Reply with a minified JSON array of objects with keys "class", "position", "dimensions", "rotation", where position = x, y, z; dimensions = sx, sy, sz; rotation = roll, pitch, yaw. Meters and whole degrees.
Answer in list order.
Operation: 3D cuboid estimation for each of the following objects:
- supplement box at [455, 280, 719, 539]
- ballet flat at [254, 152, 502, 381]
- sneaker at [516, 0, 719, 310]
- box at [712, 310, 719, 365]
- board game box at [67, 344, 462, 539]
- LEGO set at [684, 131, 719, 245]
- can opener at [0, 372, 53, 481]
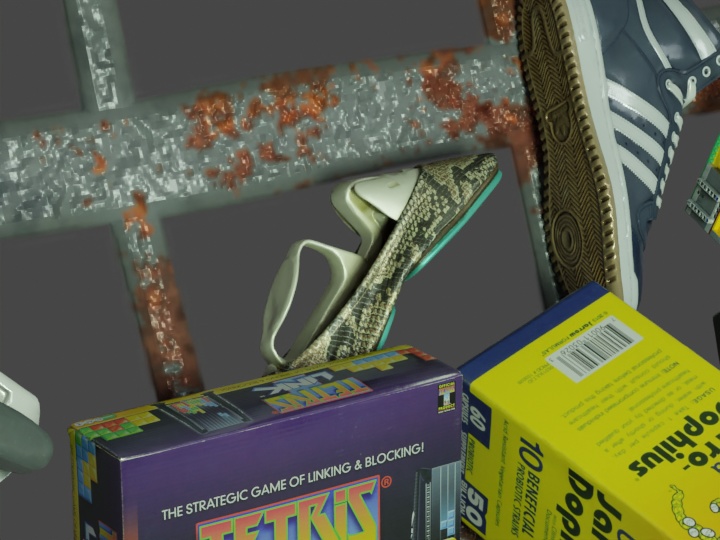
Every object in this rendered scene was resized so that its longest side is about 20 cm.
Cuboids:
[{"class":"supplement box","position":[0.151,0.117,1.486],"dimensions":[0.109,0.200,0.109],"rotation":[-32,142,-30]},{"class":"ballet flat","position":[0.000,0.000,1.508],"dimensions":[0.075,0.068,0.200],"rotation":[37,70,-11]},{"class":"sneaker","position":[0.157,-0.070,1.603],"dimensions":[0.108,0.070,0.200],"rotation":[-5,83,-29]},{"class":"box","position":[0.259,0.117,1.604],"dimensions":[0.110,0.035,0.200],"rotation":[22,48,-32]},{"class":"board game box","position":[-0.043,0.139,1.430],"dimensions":[0.200,0.057,0.166],"rotation":[-13,114,-31]},{"class":"LEGO set","position":[0.290,-0.048,1.624],"dimensions":[0.200,0.116,0.154],"rotation":[17,111,-35]},{"class":"can opener","position":[-0.230,0.032,1.363],"dimensions":[0.200,0.067,0.053],"rotation":[37,65,-21]}]
